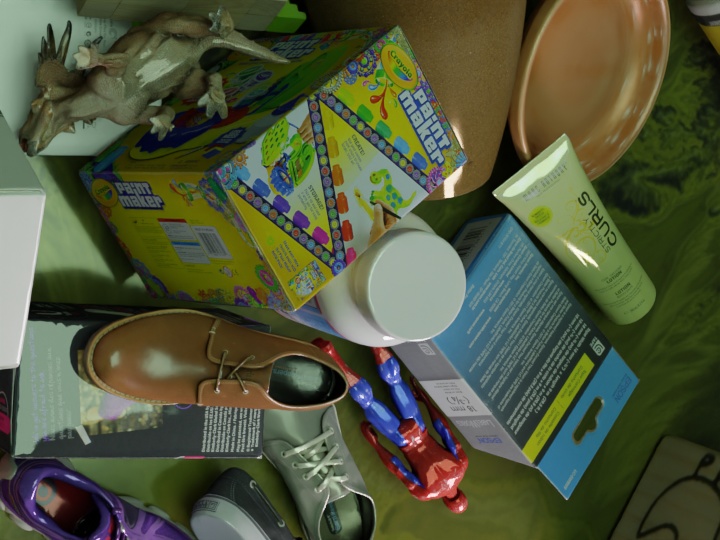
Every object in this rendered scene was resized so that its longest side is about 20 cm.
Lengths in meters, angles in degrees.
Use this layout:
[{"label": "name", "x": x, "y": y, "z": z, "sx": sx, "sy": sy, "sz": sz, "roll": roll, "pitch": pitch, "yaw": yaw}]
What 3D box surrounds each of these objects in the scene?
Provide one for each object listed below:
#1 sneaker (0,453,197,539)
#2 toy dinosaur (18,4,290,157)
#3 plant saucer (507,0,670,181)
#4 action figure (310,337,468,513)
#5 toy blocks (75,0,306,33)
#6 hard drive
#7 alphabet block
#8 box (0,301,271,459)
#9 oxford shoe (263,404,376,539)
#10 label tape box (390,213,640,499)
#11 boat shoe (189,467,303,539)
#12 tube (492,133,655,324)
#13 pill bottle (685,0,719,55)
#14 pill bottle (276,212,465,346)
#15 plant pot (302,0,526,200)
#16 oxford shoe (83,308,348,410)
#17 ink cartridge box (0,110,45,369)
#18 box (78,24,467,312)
[{"label": "sneaker", "x": -0.197, "y": 0.209, "z": 1.559, "sx": 0.200, "sy": 0.083, "sz": 0.081, "roll": 34, "pitch": 82, "yaw": -26}, {"label": "toy dinosaur", "x": -0.160, "y": -0.151, "z": 1.467, "sx": 0.200, "sy": 0.135, "sz": 0.086, "roll": -23, "pitch": 112, "yaw": -18}, {"label": "plant saucer", "x": 0.186, "y": -0.169, "z": 1.682, "sx": 0.200, "sy": 0.037, "sz": 0.201, "roll": -27, "pitch": 129, "yaw": -39}, {"label": "action figure", "x": 0.034, "y": 0.125, "z": 1.677, "sx": 0.065, "sy": 0.052, "sz": 0.200, "roll": -37, "pitch": 108, "yaw": -12}, {"label": "toy blocks", "x": -0.141, "y": -0.258, "z": 1.517, "sx": 0.199, "sy": 0.100, "sz": 0.137, "roll": 1, "pitch": 69, "yaw": -26}, {"label": "hard drive", "x": -0.247, "y": -0.153, "z": 1.520, "sx": 0.199, "sy": 0.026, "sz": 0.132, "roll": -1, "pitch": 97, "yaw": -25}, {"label": "alphabet block", "x": 0.346, "y": 0.283, "z": 1.763, "sx": 0.196, "sy": 0.200, "sz": 0.196, "roll": 33, "pitch": 81, "yaw": -25}, {"label": "box", "x": -0.183, "y": 0.083, "z": 1.528, "sx": 0.199, "sy": 0.122, "sz": 0.106, "roll": 3, "pitch": 94, "yaw": -25}, {"label": "oxford shoe", "x": -0.038, "y": 0.153, "z": 1.643, "sx": 0.075, "sy": 0.058, "sz": 0.201, "roll": -27, "pitch": 105, "yaw": -18}, {"label": "label tape box", "x": 0.129, "y": 0.075, "z": 1.687, "sx": 0.200, "sy": 0.063, "sz": 0.144, "roll": 51, "pitch": 57, "yaw": -22}, {"label": "boat shoe", "x": -0.067, "y": 0.239, "z": 1.639, "sx": 0.200, "sy": 0.070, "sz": 0.066, "roll": 54, "pitch": 46, "yaw": -27}, {"label": "tube", "x": 0.186, "y": -0.029, "z": 1.698, "sx": 0.200, "sy": 0.052, "sz": 0.058, "roll": 50, "pitch": 52, "yaw": -39}, {"label": "pill bottle", "x": 0.381, "y": -0.193, "z": 1.765, "sx": 0.114, "sy": 0.114, "sz": 0.200, "roll": -44, "pitch": 112, "yaw": -14}, {"label": "pill bottle", "x": 0.000, "y": 0.000, "z": 1.561, "sx": 0.108, "sy": 0.200, "sz": 0.109, "roll": -4, "pitch": 99, "yaw": -25}, {"label": "plant pot", "x": 0.048, "y": -0.164, "z": 1.592, "sx": 0.186, "sy": 0.186, "sz": 0.201, "roll": -18, "pitch": 119, "yaw": -22}, {"label": "oxford shoe", "x": -0.101, "y": 0.068, "z": 1.460, "sx": 0.199, "sy": 0.071, "sz": 0.072, "roll": 5, "pitch": 93, "yaw": -25}, {"label": "ink cartridge box", "x": -0.291, "y": -0.041, "z": 1.396, "sx": 0.084, "sy": 0.200, "sz": 0.146, "roll": -3, "pitch": 124, "yaw": -26}, {"label": "box", "x": -0.066, "y": -0.077, "z": 1.499, "sx": 0.193, "sy": 0.200, "sz": 0.122, "roll": -41, "pitch": 115, "yaw": -28}]
